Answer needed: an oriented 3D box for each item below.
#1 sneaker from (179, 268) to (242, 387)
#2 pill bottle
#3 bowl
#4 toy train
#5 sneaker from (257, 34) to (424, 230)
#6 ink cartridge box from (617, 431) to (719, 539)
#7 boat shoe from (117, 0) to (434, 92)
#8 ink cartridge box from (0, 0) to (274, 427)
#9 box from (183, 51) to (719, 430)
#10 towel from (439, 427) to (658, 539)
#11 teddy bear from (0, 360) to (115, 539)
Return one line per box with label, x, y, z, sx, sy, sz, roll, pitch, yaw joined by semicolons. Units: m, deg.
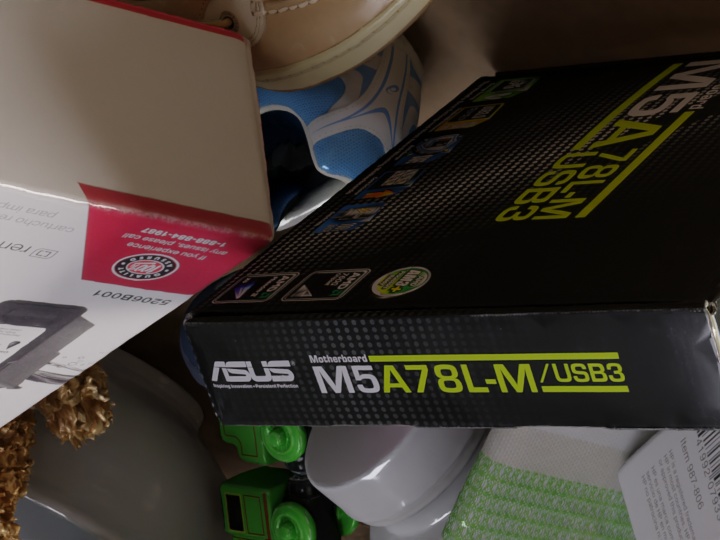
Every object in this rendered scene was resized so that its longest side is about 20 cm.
sneaker;0.000;0.000;1.098;0.200;0.070;0.082;-11;141;32
pill bottle;0.076;0.111;1.171;0.200;0.113;0.113;39;146;-23
bowl;-0.132;0.084;1.277;0.201;0.090;0.201;24;163;8
toy train;-0.030;0.114;1.214;0.056;0.042;0.200;4;105;41
sneaker;-0.055;-0.042;1.070;0.072;0.073;0.200;38;148;-25
ink cartridge box;0.188;0.082;0.964;0.084;0.145;0.200;7;143;-30
boat shoe;-0.040;-0.103;0.966;0.065;0.071;0.200;41;147;-27
ink cartridge box;-0.147;-0.014;0.947;0.145;0.083;0.200;10;149;-38
box;0.076;-0.014;0.901;0.193;0.200;0.048;-4;114;39
towel;0.086;0.116;1.088;0.149;0.200;0.031;15;-162;-31
teddy bear;-0.169;0.038;1.162;0.145;0.200;0.067;-9;167;10
